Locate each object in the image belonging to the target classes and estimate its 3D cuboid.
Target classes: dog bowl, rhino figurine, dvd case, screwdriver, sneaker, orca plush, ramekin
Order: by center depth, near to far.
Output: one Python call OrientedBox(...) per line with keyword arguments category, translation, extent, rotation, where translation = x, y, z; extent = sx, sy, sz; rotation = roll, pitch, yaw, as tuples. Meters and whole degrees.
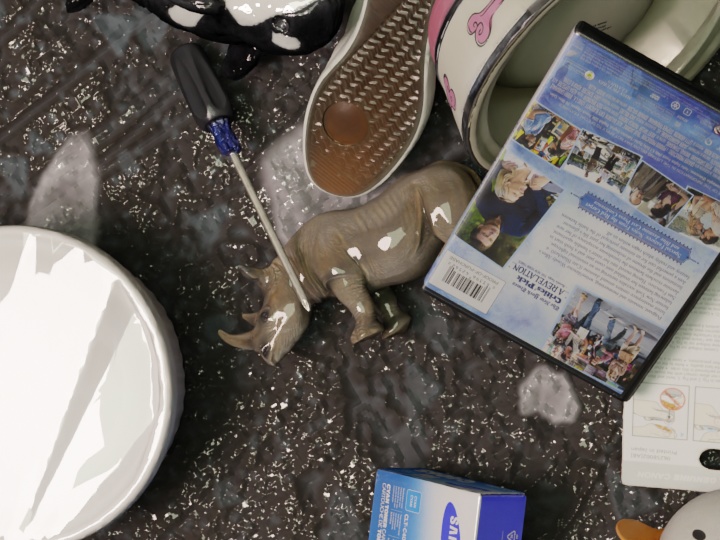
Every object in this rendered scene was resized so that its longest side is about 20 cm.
OrientedBox(category="dvd case", translation=(0.139, -0.029, 1.280), extent=(0.142, 0.018, 0.200), rotation=(29, 123, -2))
OrientedBox(category="dog bowl", translation=(0.127, -0.149, 1.302), extent=(0.200, 0.200, 0.074), rotation=(-40, 64, 9))
OrientedBox(category="sneaker", translation=(0.023, -0.140, 1.387), extent=(0.073, 0.085, 0.201), rotation=(24, 117, 3))
OrientedBox(category="orca plush", translation=(-0.094, -0.150, 1.387), extent=(0.199, 0.105, 0.071), rotation=(7, 110, 22))
OrientedBox(category="rhino figurine", translation=(0.000, 0.000, 1.389), extent=(0.199, 0.060, 0.088), rotation=(-25, 79, 13))
OrientedBox(category="screwdriver", translation=(-0.071, -0.061, 1.392), extent=(0.028, 0.029, 0.200), rotation=(-14, 60, -28))
OrientedBox(category="ramekin", translation=(-0.202, 0.072, 1.415), extent=(0.201, 0.094, 0.203), rotation=(0, 89, 12))

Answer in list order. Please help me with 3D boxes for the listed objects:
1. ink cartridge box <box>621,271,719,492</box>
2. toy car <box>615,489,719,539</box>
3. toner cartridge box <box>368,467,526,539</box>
OrientedBox(category="ink cartridge box", translation=(0.236, 0.037, 1.333), extent=(0.162, 0.057, 0.201), rotation=(4, 121, 12))
OrientedBox(category="toy car", translation=(0.234, 0.184, 1.295), extent=(0.199, 0.177, 0.185), rotation=(12, 104, 24))
OrientedBox(category="toner cartridge box", translation=(0.043, 0.227, 1.366), extent=(0.095, 0.043, 0.201), rotation=(8, 92, 48))
